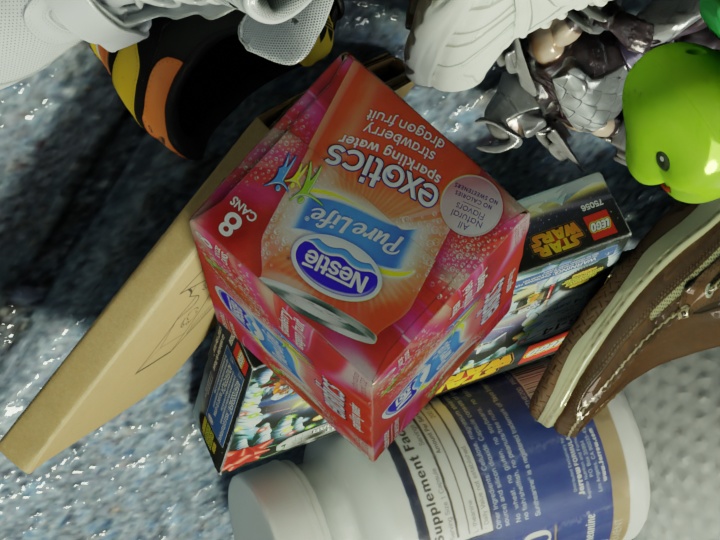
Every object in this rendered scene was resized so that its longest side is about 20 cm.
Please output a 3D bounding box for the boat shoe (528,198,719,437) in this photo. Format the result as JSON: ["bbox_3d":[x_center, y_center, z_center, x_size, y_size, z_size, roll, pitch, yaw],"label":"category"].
[{"bbox_3d":[0.167,0.010,1.397,0.203,0.075,0.075,-50,171,-12],"label":"boat shoe"}]

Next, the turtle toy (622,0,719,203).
[{"bbox_3d":[0.178,-0.116,1.178,0.101,0.146,0.201,12,112,-28],"label":"turtle toy"}]

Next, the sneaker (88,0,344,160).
[{"bbox_3d":[-0.020,-0.127,1.155,0.200,0.090,0.070,-42,143,15],"label":"sneaker"}]

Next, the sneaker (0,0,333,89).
[{"bbox_3d":[-0.084,-0.115,1.102,0.200,0.115,0.075,-40,142,12],"label":"sneaker"}]

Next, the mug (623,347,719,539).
[{"bbox_3d":[0.229,0.107,1.534,0.199,0.176,0.148,-1,135,-34],"label":"mug"}]

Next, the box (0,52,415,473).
[{"bbox_3d":[-0.066,-0.006,1.255,0.200,0.021,0.163,-50,174,24],"label":"box"}]

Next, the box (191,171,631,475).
[{"bbox_3d":[0.022,0.027,1.376,0.199,0.040,0.137,-19,161,-17],"label":"box"}]

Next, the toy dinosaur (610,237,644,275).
[{"bbox_3d":[0.200,-0.002,1.460,0.199,0.088,0.047,-25,161,-7],"label":"toy dinosaur"}]

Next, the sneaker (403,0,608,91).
[{"bbox_3d":[0.075,-0.126,1.184,0.099,0.078,0.200,13,155,-4],"label":"sneaker"}]

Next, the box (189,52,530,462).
[{"bbox_3d":[0.000,0.000,1.174,0.096,0.100,0.200,-47,172,-9],"label":"box"}]

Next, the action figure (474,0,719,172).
[{"bbox_3d":[0.140,-0.106,1.315,0.199,0.070,0.130,-28,153,3],"label":"action figure"}]

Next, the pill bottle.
[{"bbox_3d":[0.039,0.115,1.464,0.199,0.111,0.111,-17,142,-18],"label":"pill bottle"}]
